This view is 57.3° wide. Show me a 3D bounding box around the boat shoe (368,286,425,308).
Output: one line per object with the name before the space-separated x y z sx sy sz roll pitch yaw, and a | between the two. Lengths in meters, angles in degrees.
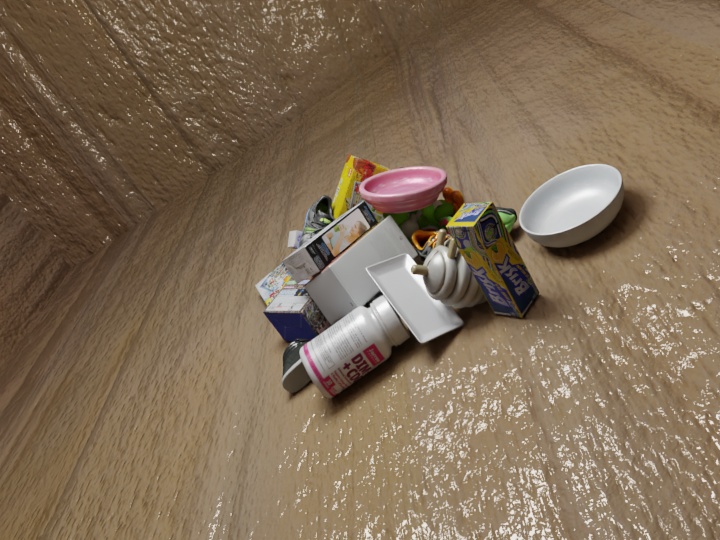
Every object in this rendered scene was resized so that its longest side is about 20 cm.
boat shoe | 0.085 0.044 1.359 0.196 0.070 0.071 -11 34 42

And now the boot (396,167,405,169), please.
boot | 0.042 -0.196 1.822 0.160 0.074 0.200 -14 34 44

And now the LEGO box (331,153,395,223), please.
LEGO box | 0.013 -0.157 1.592 0.205 0.145 0.077 -70 22 13

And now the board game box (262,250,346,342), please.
board game box | -0.102 0.061 1.536 0.157 0.098 0.201 -3 41 49

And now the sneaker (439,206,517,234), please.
sneaker | 0.250 -0.095 1.401 0.083 0.079 0.197 -32 22 -37

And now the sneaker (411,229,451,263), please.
sneaker | 0.175 -0.043 1.374 0.079 0.077 0.198 -54 29 -18

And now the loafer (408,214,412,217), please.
loafer | 0.101 -0.138 1.624 0.061 0.074 0.200 -5 21 -19

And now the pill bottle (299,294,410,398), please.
pill bottle | -0.010 0.143 1.263 0.198 0.114 0.114 -35 25 3

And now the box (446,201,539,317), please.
box | 0.228 -0.016 1.126 0.064 0.202 0.069 -46 27 -25

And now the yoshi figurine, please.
yoshi figurine | 0.131 -0.136 1.494 0.196 0.113 0.114 -26 59 -6

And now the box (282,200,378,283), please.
box | -0.064 -0.062 1.432 0.199 0.061 0.116 -40 8 -33

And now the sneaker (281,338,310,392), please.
sneaker | -0.093 0.159 1.388 0.199 0.071 0.100 -40 30 4

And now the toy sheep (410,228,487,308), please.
toy sheep | 0.179 0.001 1.211 0.137 0.194 0.143 -173 90 -70

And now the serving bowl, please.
serving bowl | 0.397 -0.109 1.225 0.196 0.066 0.202 -28 26 15

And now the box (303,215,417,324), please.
box | 0.000 0.000 1.415 0.199 0.107 0.152 -40 4 -32

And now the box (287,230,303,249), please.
box | -0.084 -0.059 1.620 0.038 0.195 0.043 0 79 57

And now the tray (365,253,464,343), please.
tray | 0.099 0.053 1.249 0.105 0.023 0.201 -19 53 -26

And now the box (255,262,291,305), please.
box | -0.202 0.040 1.766 0.136 0.038 0.200 -39 26 -5

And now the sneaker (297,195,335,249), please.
sneaker | -0.099 -0.092 1.530 0.083 0.069 0.204 127 154 -50

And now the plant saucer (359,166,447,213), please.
plant saucer | 0.096 -0.176 1.450 0.194 0.052 0.202 -9 23 4
